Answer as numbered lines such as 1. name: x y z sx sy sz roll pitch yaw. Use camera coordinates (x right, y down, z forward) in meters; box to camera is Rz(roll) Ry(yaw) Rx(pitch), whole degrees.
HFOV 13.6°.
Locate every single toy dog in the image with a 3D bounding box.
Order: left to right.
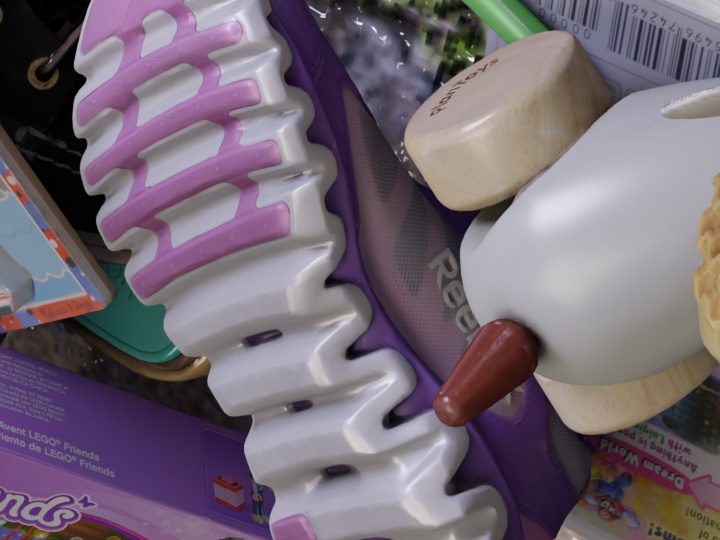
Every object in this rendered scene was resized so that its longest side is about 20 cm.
1. toy dog: 0.085 -0.011 0.674 0.132 0.096 0.200 40 137 -6

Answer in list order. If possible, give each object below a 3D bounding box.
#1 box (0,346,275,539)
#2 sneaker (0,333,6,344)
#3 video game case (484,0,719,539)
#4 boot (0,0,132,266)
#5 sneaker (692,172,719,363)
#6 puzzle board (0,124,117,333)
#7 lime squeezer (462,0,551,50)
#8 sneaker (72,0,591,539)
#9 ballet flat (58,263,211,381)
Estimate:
1. box: -0.101 0.085 0.874 0.199 0.039 0.137 22 133 -31
2. sneaker: -0.188 -0.047 0.942 0.200 0.070 0.078 35 142 19
3. video game case: 0.112 0.017 0.765 0.199 0.024 0.183 27 132 23
4. boot: -0.098 -0.091 0.786 0.199 0.073 0.151 29 147 17
5. sneaker: 0.153 -0.040 0.578 0.090 0.075 0.200 40 103 -15
6. puzzle board: -0.161 -0.037 0.832 0.200 0.017 0.151 -12 116 55
7. lime squeezer: -0.031 -0.101 0.785 0.199 0.038 0.071 17 113 40
8. sneaker: 0.000 0.000 0.766 0.080 0.088 0.201 -12 107 47
9. ballet flat: -0.102 -0.030 0.885 0.200 0.063 0.069 36 113 22
